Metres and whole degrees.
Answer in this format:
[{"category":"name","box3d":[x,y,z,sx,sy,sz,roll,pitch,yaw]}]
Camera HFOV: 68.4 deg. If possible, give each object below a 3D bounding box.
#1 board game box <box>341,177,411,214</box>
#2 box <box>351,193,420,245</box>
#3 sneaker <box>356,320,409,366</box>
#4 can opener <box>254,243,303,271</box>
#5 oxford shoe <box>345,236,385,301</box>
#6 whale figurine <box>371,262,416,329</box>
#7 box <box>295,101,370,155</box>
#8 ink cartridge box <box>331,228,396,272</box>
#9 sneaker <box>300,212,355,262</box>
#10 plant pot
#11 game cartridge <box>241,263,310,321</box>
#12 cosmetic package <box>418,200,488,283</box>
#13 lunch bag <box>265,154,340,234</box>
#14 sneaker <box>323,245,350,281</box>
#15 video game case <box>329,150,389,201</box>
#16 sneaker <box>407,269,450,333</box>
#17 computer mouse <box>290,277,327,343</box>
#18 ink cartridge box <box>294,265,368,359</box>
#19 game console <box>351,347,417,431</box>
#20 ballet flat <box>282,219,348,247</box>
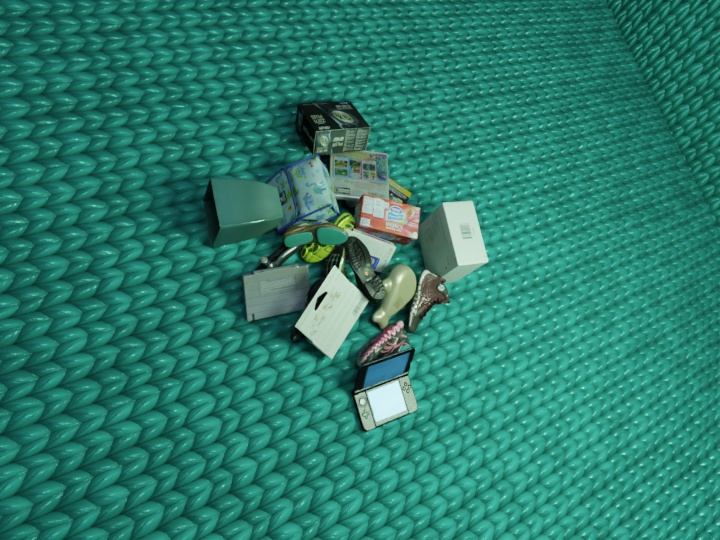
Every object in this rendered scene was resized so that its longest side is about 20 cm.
[{"category":"board game box","box3d":[0.054,-0.234,1.739,0.196,0.057,0.169,32,60,-10]},{"category":"box","box3d":[0.079,-0.155,1.637,0.192,0.095,0.104,11,78,-15]},{"category":"sneaker","box3d":[0.074,0.238,1.577,0.198,0.078,0.098,-35,99,-29]},{"category":"can opener","box3d":[-0.233,-0.040,1.547,0.062,0.080,0.201,19,53,27]},{"category":"oxford shoe","box3d":[0.000,0.000,1.555,0.070,0.084,0.206,-18,80,-23]},{"category":"whale figurine","box3d":[0.087,0.073,1.628,0.204,0.102,0.159,-59,139,-9]},{"category":"box","box3d":[-0.091,-0.459,1.699,0.193,0.088,0.166,-11,49,-26]},{"category":"ink cartridge box","box3d":[0.009,-0.064,1.621,0.194,0.097,0.037,17,21,-30]},{"category":"sneaker","box3d":[-0.094,-0.089,1.611,0.198,0.084,0.075,-39,82,-11]},{"category":"plant pot","box3d":[-0.327,-0.168,1.498,0.193,0.141,0.147,-8,75,-29]},{"category":"game cartridge","box3d":[-0.234,0.057,1.486,0.193,0.038,0.136,-10,101,-27]},{"category":"cosmetic package","box3d":[0.288,-0.085,1.709,0.118,0.200,0.207,-6,73,-22]},{"category":"lunch bag","box3d":[-0.180,-0.221,1.583,0.193,0.127,0.176,-19,75,10]},{"category":"sneaker","box3d":[-0.060,0.031,1.574,0.087,0.075,0.209,4,96,-44]},{"category":"video game case","box3d":[-0.005,-0.304,1.693,0.191,0.024,0.189,5,65,-11]},{"category":"sneaker","box3d":[0.218,0.107,1.645,0.111,0.076,0.207,15,79,13]},{"category":"computer mouse","box3d":[-0.139,0.114,1.509,0.058,0.034,0.206,30,80,-31]},{"category":"ink cartridge box","box3d":[-0.086,0.115,1.488,0.176,0.044,0.203,45,72,-36]},{"category":"game console","box3d":[0.083,0.339,1.513,0.193,0.118,0.177,-13,77,-27]},{"category":"ballet flat","box3d":[-0.132,-0.112,1.543,0.191,0.070,0.074,-8,41,-2]}]
